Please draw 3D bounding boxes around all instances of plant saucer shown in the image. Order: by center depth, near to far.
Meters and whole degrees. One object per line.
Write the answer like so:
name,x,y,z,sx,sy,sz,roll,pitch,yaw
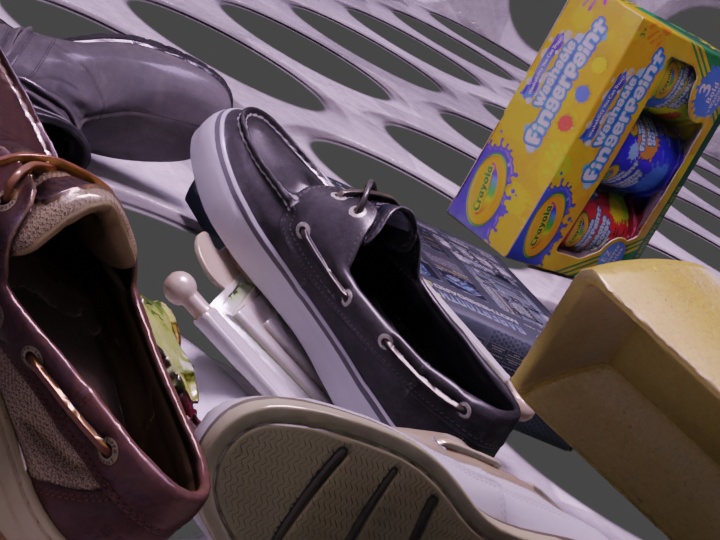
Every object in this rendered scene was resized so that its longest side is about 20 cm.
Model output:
plant saucer,0.162,0.078,0.804,0.200,0.048,0.200,43,-15,8

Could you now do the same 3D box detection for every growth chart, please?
growth chart,0.000,0.030,0.844,0.145,0.018,0.200,50,25,8

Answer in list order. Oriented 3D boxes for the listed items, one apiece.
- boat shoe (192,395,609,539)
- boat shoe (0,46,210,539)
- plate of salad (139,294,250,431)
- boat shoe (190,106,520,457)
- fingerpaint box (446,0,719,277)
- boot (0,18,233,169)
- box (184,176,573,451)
boat shoe,0.016,0.092,0.671,0.199,0.075,0.068,30,4,-30
boat shoe,-0.096,-0.005,0.595,0.072,0.072,0.201,4,57,-48
plate of salad,-0.111,0.020,0.707,0.199,0.048,0.200,29,12,-7
boat shoe,0.000,0.000,0.792,0.070,0.066,0.201,9,43,-51
fingerpaint box,0.181,-0.097,1.454,0.166,0.201,0.073,15,20,-50
boot,-0.149,-0.076,0.975,0.199,0.070,0.132,10,22,-22
box,0.018,0.010,1.020,0.199,0.051,0.158,23,14,-30
